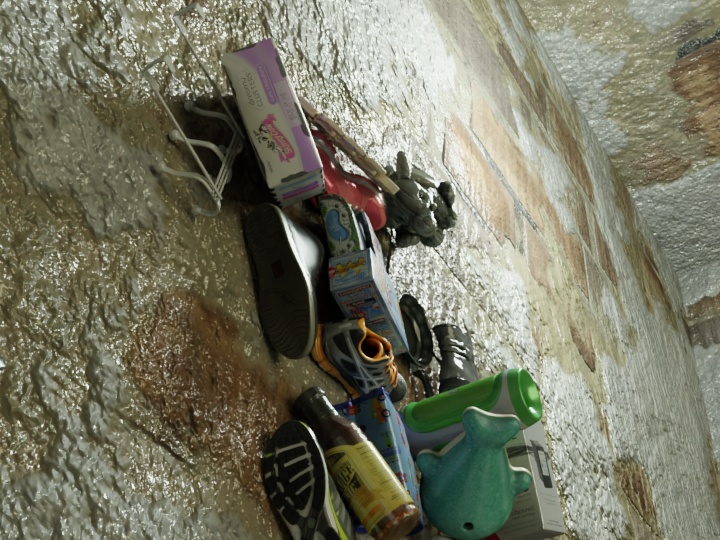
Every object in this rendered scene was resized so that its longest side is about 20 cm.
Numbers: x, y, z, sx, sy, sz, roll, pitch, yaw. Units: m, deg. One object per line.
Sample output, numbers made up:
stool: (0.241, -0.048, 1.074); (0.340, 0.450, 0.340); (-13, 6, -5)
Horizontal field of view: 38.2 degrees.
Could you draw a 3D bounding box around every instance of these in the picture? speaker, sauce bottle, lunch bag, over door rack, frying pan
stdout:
speaker: (0.145, 0.200, 1.428); (0.088, 0.199, 0.089); (44, 34, -40)
sauce bottle: (-0.010, 0.222, 1.202); (0.200, 0.066, 0.066); (50, 16, 28)
lunch bag: (0.037, 0.252, 1.321); (0.200, 0.093, 0.152); (42, 32, -62)
over door rack: (-0.198, -0.183, 1.194); (0.148, 0.066, 0.201); (-80, 160, -51)
frying pan: (0.091, 0.127, 1.578); (0.115, 0.031, 0.192); (-25, 97, -65)

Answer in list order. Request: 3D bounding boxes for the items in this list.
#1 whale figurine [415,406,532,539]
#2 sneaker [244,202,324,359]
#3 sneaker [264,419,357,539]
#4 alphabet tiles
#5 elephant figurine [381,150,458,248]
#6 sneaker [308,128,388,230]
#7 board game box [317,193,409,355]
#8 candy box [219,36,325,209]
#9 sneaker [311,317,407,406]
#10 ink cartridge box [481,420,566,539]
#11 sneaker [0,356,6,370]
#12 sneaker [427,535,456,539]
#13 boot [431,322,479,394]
whale figurine: (0.149, 0.272, 1.358); (0.104, 0.157, 0.201); (-82, -174, -54)
sneaker: (-0.073, 0.017, 1.290); (0.106, 0.074, 0.202); (21, 50, -57)
sneaker: (-0.050, 0.266, 1.161); (0.081, 0.073, 0.202); (20, 52, -78)
alphabet tiles: (-0.027, -0.181, 1.481); (0.200, 0.015, 0.196); (43, 0, -16)
elephant figurine: (0.073, -0.112, 1.605); (0.200, 0.153, 0.143); (21, 73, -68)
sneaker: (-0.039, -0.108, 1.485); (0.200, 0.073, 0.087); (42, 45, -31)
board game box: (0.000, 0.000, 1.398); (0.200, 0.061, 0.202); (55, 21, -69)
candy box: (-0.105, -0.177, 1.297); (0.200, 0.071, 0.169); (101, -32, -87)
sneaker: (0.014, 0.125, 1.375); (0.200, 0.077, 0.079); (41, 34, -46)
ink cartridge box: (0.202, 0.300, 1.526); (0.083, 0.144, 0.202); (25, 48, -51)
sneaker: (-0.302, 0.119, 0.752); (0.096, 0.079, 0.201); (47, 32, -40)
sneaker: (0.141, 0.412, 1.431); (0.200, 0.077, 0.082); (43, 4, -33)
boot: (0.175, 0.173, 1.647); (0.200, 0.069, 0.133); (55, 26, -48)
